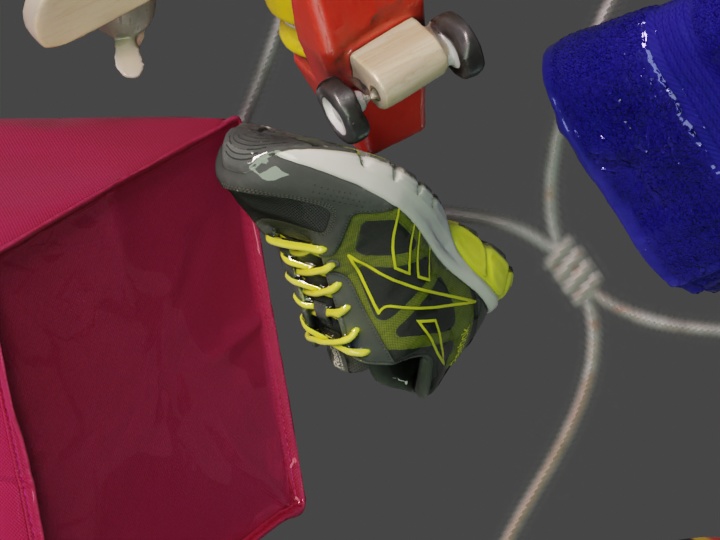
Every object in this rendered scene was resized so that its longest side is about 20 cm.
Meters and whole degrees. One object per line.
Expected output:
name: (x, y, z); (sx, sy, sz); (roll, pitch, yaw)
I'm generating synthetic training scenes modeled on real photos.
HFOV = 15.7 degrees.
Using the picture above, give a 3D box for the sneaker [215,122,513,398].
sneaker: (0.000, 0.000, 1.167); (0.200, 0.074, 0.085); (32, 78, -48)

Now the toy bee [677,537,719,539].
toy bee: (0.230, 0.163, 1.258); (0.200, 0.109, 0.131); (26, 117, 21)

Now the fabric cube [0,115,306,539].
fabric cube: (-0.168, 0.051, 1.151); (0.199, 0.196, 0.200); (2, 110, 30)

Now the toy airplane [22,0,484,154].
toy airplane: (-0.033, -0.165, 1.131); (0.200, 0.141, 0.199); (15, 101, -30)

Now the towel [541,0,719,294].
towel: (0.184, -0.063, 1.150); (0.200, 0.050, 0.148); (-21, 114, 46)
